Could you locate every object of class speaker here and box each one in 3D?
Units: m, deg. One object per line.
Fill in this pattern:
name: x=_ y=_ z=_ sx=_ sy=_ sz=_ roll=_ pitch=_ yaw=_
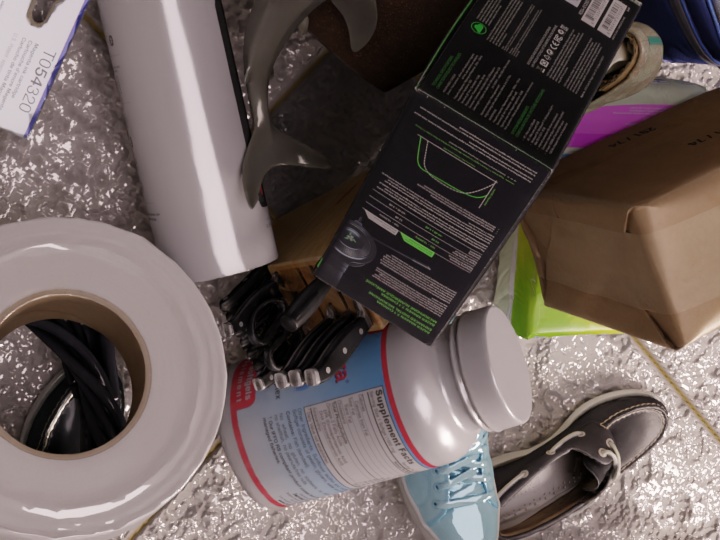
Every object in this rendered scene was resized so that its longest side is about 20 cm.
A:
speaker: x=-0.113 y=-0.093 z=1.042 sx=0.081 sy=0.081 sz=0.200 roll=-16 pitch=99 yaw=-22

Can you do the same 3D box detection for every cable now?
cable: x=-0.234 y=0.099 z=1.023 sx=0.163 sy=0.051 sz=0.200 roll=-3 pitch=81 yaw=-21

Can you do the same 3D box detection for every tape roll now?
tape roll: x=-0.187 y=0.071 z=0.985 sx=0.202 sy=0.071 sz=0.203 roll=4 pitch=75 yaw=-15

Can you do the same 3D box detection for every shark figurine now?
shark figurine: x=-0.045 y=-0.157 z=0.990 sx=0.128 sy=0.089 sz=0.215 roll=38 pitch=113 yaw=9

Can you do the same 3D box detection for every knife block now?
knife block: x=0.000 y=0.000 z=1.071 sx=0.200 sy=0.176 sz=0.064 roll=-28 pitch=114 yaw=-3

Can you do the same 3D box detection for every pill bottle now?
pill bottle: x=0.010 y=0.090 z=1.091 sx=0.200 sy=0.109 sz=0.109 roll=-18 pitch=114 yaw=20

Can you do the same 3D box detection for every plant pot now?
plant pot: x=0.046 y=-0.226 z=1.065 sx=0.187 sy=0.187 sz=0.200 roll=37 pitch=101 yaw=-27

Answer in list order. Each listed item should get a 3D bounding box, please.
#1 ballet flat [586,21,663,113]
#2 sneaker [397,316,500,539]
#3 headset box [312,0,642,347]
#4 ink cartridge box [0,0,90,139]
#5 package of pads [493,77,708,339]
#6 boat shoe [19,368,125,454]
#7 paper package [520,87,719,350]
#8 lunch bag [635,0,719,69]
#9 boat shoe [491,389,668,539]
ballet flat: x=0.116 y=-0.124 z=1.120 sx=0.200 sy=0.062 sz=0.068 roll=-27 pitch=84 yaw=19
sneaker: x=0.063 y=0.121 z=1.163 sx=0.074 sy=0.082 sz=0.200 roll=-16 pitch=91 yaw=-13
headset box: x=0.069 y=-0.075 z=0.989 sx=0.093 sy=0.200 sz=0.174 roll=31 pitch=50 yaw=1
ink cartridge box: x=-0.261 y=-0.209 z=0.983 sx=0.200 sy=0.043 sz=0.197 roll=25 pitch=89 yaw=-30
package of pads: x=0.188 y=-0.050 z=1.218 sx=0.154 sy=0.068 sz=0.200 roll=0 pitch=102 yaw=-24
boat shoe: x=-0.205 y=0.159 z=1.083 sx=0.076 sy=0.060 sz=0.200 roll=16 pitch=94 yaw=-25
paper package: x=0.234 y=-0.044 z=1.095 sx=0.200 sy=0.191 sz=0.104 roll=-26 pitch=106 yaw=-17
lunch bag: x=0.305 y=-0.240 z=1.194 sx=0.200 sy=0.132 sz=0.136 roll=-32 pitch=113 yaw=-15
boat shoe: x=0.170 y=0.156 z=1.260 sx=0.200 sy=0.060 sz=0.074 roll=-20 pitch=111 yaw=-20
